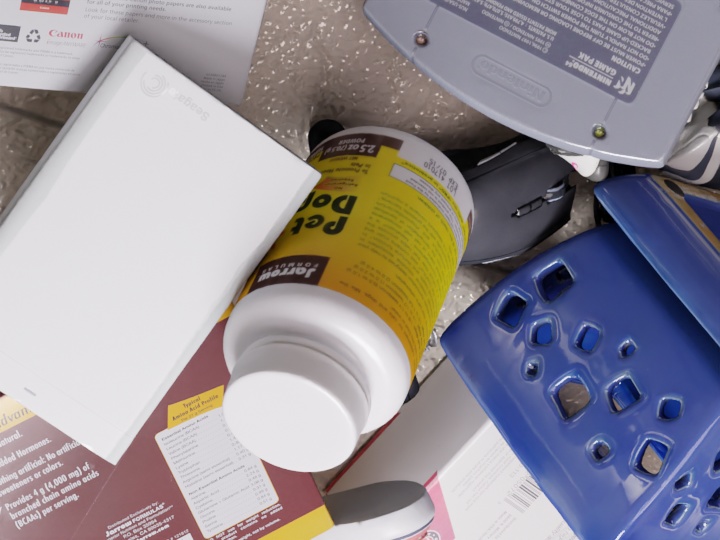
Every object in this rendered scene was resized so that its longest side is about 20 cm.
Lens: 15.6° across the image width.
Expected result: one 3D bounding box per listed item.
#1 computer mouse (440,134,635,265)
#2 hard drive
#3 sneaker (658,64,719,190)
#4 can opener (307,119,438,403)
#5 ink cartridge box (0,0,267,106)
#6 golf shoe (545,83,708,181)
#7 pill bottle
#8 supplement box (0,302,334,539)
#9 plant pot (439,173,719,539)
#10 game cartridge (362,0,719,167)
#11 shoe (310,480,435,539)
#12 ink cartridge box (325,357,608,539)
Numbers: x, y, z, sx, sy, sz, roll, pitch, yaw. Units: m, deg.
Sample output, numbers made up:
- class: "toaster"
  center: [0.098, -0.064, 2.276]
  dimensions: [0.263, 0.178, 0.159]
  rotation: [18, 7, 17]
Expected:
- class: "computer mouse"
  center: [0.103, -0.073, 1.624]
  dimensions: [0.199, 0.046, 0.141]
  rotation: [-11, 113, -31]
- class: "hard drive"
  center: [-0.132, -0.010, 1.457]
  dimensions: [0.132, 0.026, 0.200]
  rotation: [35, 93, -17]
- class: "sneaker"
  center: [0.286, -0.100, 1.646]
  dimensions: [0.199, 0.080, 0.129]
  rotation: [-32, 145, 24]
- class: "can opener"
  center: [0.000, 0.000, 1.640]
  dimensions: [0.078, 0.063, 0.200]
  rotation: [-18, 125, -12]
- class: "ink cartridge box"
  center: [-0.148, -0.192, 1.448]
  dimensions: [0.199, 0.084, 0.176]
  rotation: [4, 117, -26]
- class: "golf shoe"
  center: [0.185, -0.139, 1.612]
  dimensions: [0.200, 0.073, 0.092]
  rotation: [-39, 110, -12]
- class: "pill bottle"
  center: [-0.010, 0.017, 1.498]
  dimensions: [0.109, 0.200, 0.109]
  rotation: [12, 135, 12]
- class: "supplement box"
  center: [-0.154, 0.093, 1.586]
  dimensions: [0.197, 0.133, 0.200]
  rotation: [-27, 126, -6]
- class: "plant pot"
  center: [0.204, 0.061, 1.646]
  dimensions: [0.200, 0.200, 0.180]
  rotation: [13, 122, -48]
- class: "game cartridge"
  center: [0.109, -0.147, 1.535]
  dimensions: [0.200, 0.041, 0.133]
  rotation: [28, 86, 6]
- class: "shoe"
  center: [-0.019, 0.195, 1.671]
  dimensions: [0.071, 0.200, 0.091]
  rotation: [-29, 100, -47]
- class: "ink cartridge box"
  center: [0.099, 0.164, 1.768]
  dimensions: [0.147, 0.083, 0.200]
  rotation: [-48, 125, 8]
